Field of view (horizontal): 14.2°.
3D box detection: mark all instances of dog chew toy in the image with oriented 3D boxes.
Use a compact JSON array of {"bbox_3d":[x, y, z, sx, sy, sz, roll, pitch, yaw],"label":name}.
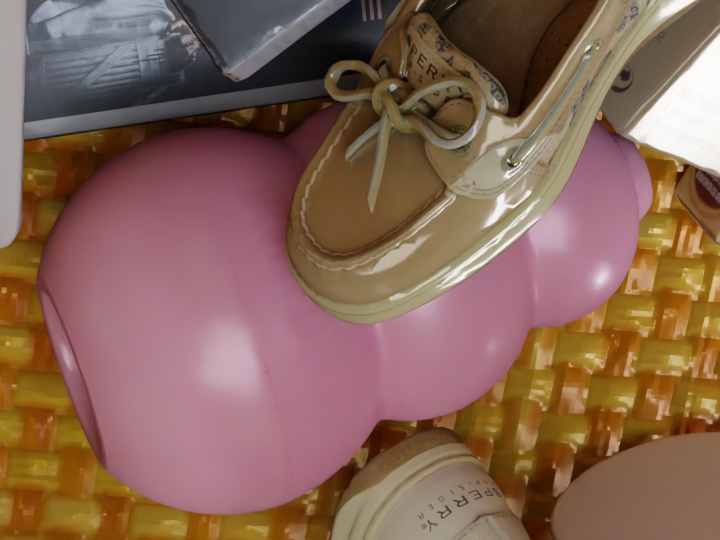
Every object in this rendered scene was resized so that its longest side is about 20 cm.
[{"bbox_3d":[0.000,0.000,0.936,0.199,0.125,0.125,-19,114,-11],"label":"dog chew toy"}]

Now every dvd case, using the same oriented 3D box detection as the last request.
[{"bbox_3d":[-0.060,-0.122,0.923,0.199,0.025,0.151,-9,113,-6],"label":"dvd case"}]

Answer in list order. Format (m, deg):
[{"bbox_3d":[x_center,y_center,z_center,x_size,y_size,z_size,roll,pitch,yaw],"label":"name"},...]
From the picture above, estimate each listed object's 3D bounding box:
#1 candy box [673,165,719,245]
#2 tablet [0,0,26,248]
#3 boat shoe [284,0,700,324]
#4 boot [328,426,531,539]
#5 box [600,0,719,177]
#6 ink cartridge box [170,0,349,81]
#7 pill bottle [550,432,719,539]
[{"bbox_3d":[0.210,-0.075,0.978,0.115,0.055,0.200,28,104,-20],"label":"candy box"},{"bbox_3d":[-0.158,-0.110,0.874,0.130,0.014,0.201,13,115,19],"label":"tablet"},{"bbox_3d":[0.043,-0.073,0.845,0.200,0.073,0.063,-51,148,0],"label":"boat shoe"},{"bbox_3d":[0.053,0.168,0.970,0.072,0.155,0.200,-26,140,-26],"label":"boot"},{"bbox_3d":[0.149,-0.128,0.900,0.095,0.078,0.200,15,123,-50],"label":"box"},{"bbox_3d":[-0.017,-0.193,0.857,0.200,0.043,0.198,-37,94,1],"label":"ink cartridge box"},{"bbox_3d":[0.131,0.167,1.029,0.113,0.113,0.201,-15,114,-5],"label":"pill bottle"}]
